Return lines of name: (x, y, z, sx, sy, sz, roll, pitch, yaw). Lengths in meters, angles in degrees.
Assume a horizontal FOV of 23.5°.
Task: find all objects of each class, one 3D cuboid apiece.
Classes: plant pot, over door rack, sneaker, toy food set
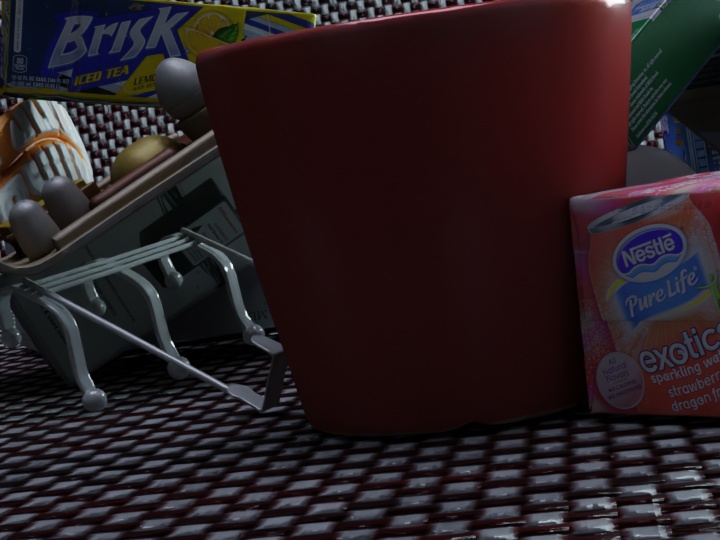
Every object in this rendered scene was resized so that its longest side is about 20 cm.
plant pot: (0.034, -0.025, 0.792, 0.200, 0.177, 0.200, -7, 5, 1)
over door rack: (-0.080, 0.034, 0.954, 0.200, 0.067, 0.148, 12, 21, 34)
sneaker: (-0.246, -0.061, 1.143, 0.077, 0.078, 0.200, -20, 6, 26)
toy food set: (-0.151, -0.065, 1.006, 0.200, 0.060, 0.143, -35, 12, -16)

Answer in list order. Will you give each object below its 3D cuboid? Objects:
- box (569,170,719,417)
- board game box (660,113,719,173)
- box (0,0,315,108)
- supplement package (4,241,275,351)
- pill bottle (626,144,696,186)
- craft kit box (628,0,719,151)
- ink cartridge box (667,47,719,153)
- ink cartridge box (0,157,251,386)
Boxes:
box: (0.193, 0.001, 0.759, 0.103, 0.095, 0.200, -1, 7, 45)
board game box: (0.226, -0.079, 1.082, 0.062, 0.200, 0.200, -7, 4, 5)
box: (-0.134, -0.141, 1.138, 0.200, 0.070, 0.064, 3, 2, -16)
supplement package: (-0.150, -0.006, 1.295, 0.200, 0.111, 0.156, -9, 6, -22)
pill bottle: (0.102, -0.012, 0.978, 0.111, 0.111, 0.200, -9, 5, -26)
craft kit box: (0.125, -0.127, 0.966, 0.200, 0.049, 0.197, -49, 18, -30)
ink cartridge box: (0.283, -0.064, 0.920, 0.200, 0.075, 0.165, 36, -7, -14)
ink cartridge box: (-0.134, -0.018, 1.133, 0.200, 0.083, 0.147, -34, 10, -12)
